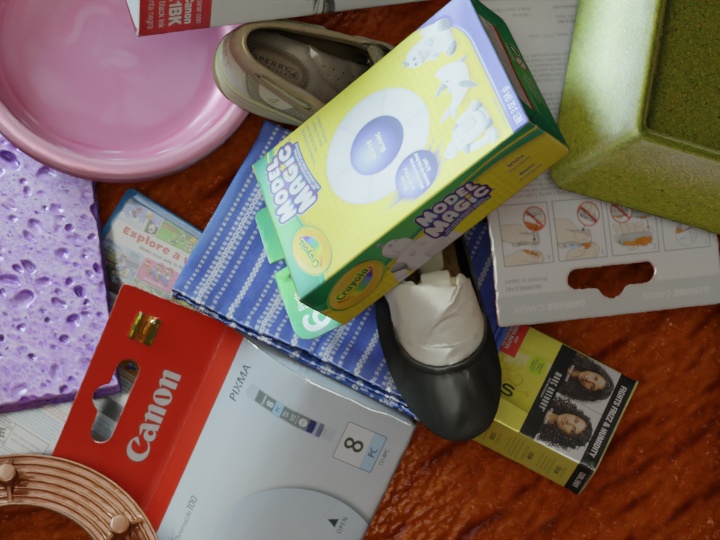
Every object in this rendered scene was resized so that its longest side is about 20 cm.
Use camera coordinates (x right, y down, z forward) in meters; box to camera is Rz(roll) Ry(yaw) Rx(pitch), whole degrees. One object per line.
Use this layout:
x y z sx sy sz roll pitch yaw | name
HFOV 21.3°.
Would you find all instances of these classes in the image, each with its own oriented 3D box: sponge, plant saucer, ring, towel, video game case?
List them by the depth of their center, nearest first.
-0.215 0.200 1.156 0.200 0.019 0.201 -1 60 2 | ring
0.228 -0.126 1.172 0.199 0.048 0.200 15 79 -18 | plant saucer
0.000 0.000 1.189 0.200 0.024 0.145 25 62 5 | towel
-0.158 -0.150 1.230 0.200 0.051 0.201 2 77 -10 | plant saucer
-0.221 -0.010 1.233 0.111 0.030 0.200 -8 77 -4 | sponge
-0.143 0.067 1.252 0.143 0.018 0.200 32 89 6 | video game case

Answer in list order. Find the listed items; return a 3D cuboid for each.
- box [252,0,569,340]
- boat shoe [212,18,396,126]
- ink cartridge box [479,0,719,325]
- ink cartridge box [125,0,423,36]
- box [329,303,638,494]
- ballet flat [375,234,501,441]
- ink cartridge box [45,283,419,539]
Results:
0.015 -0.058 1.116 0.200 0.048 0.117 -40 48 21 | box
0.008 -0.111 1.204 0.200 0.065 0.072 18 76 -15 | boat shoe
0.137 -0.071 1.192 0.160 0.047 0.200 -6 87 -20 | ink cartridge box
-0.055 -0.231 1.175 0.200 0.084 0.144 -10 52 -14 | ink cartridge box
0.069 0.060 1.210 0.200 0.050 0.075 28 64 6 | box
0.037 0.003 1.143 0.068 0.068 0.200 -13 62 -1 | ballet flat
-0.085 0.118 1.191 0.200 0.047 0.160 23 108 -6 | ink cartridge box
